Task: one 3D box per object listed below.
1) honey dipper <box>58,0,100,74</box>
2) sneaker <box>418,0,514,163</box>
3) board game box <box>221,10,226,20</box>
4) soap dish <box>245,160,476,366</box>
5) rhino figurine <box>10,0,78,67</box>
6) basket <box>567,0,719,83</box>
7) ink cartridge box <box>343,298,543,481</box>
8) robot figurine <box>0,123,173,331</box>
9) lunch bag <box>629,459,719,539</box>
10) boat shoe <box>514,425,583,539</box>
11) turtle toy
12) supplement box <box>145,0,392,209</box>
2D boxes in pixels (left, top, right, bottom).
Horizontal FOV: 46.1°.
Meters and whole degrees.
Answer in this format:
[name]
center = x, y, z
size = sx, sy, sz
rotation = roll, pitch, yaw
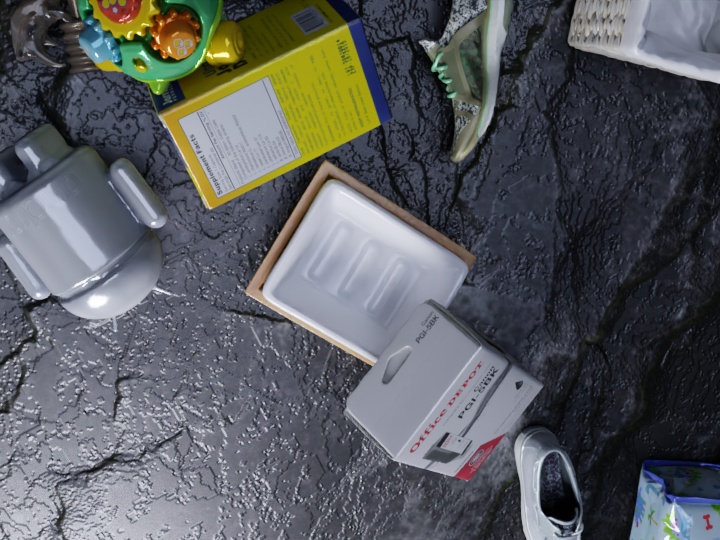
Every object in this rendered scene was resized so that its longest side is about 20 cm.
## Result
[honey dipper]
center = -0.274, -0.286, 0.781
size = 0.037, 0.038, 0.203
rotation = -12, 104, -10
[sneaker]
center = 0.100, -0.214, 0.875
size = 0.087, 0.077, 0.203
rotation = 9, 98, -2
[board game box]
center = -0.211, -0.306, 0.779
size = 0.095, 0.030, 0.202
rotation = -33, 110, -17
[soap dish]
center = 0.000, 0.000, 0.894
size = 0.199, 0.081, 0.158
rotation = 31, 96, -18
[rhino figurine]
center = -0.317, -0.269, 0.745
size = 0.087, 0.060, 0.202
rotation = -31, 95, -2
[basket]
center = 0.342, -0.295, 0.853
size = 0.195, 0.161, 0.203
rotation = 9, 102, -15
[ink cartridge box]
center = 0.094, 0.134, 0.898
size = 0.147, 0.083, 0.199
rotation = -53, 146, 4
[robot figurine]
center = -0.266, -0.037, 0.806
size = 0.168, 0.113, 0.201
rotation = -28, 110, 17
[lunch bag]
center = 0.449, 0.339, 1.065
size = 0.197, 0.128, 0.173
rotation = 4, 104, -4
[boat shoe]
center = 0.235, 0.291, 1.030
size = 0.069, 0.072, 0.203
rotation = -18, 108, -7
[turtle toy]
center = -0.182, -0.249, 0.702
size = 0.143, 0.101, 0.203
rotation = 0, 104, 14
[supplement box]
center = -0.088, -0.167, 0.800
size = 0.198, 0.110, 0.110
rotation = -26, 130, -5
